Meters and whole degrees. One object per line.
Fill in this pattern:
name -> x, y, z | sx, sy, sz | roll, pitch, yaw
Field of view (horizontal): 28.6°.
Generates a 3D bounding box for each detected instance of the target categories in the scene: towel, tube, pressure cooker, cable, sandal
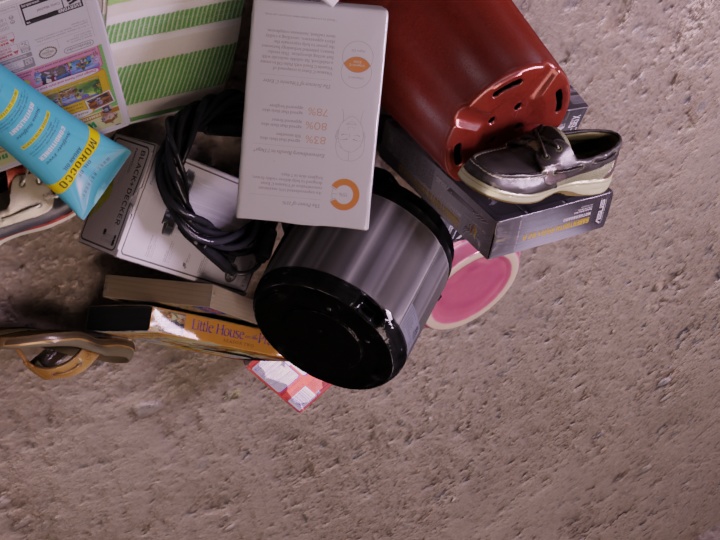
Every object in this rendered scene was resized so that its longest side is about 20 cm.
towel -> -0.177, -0.221, 1.293 | 0.152, 0.023, 0.201 | -17, 142, -29
tube -> -0.279, -0.118, 1.234 | 0.078, 0.050, 0.200 | -51, 145, -2
pressure cooker -> 0.003, 0.001, 1.464 | 0.201, 0.178, 0.176 | -60, -173, -33
cable -> -0.126, -0.095, 1.386 | 0.164, 0.051, 0.200 | -61, 141, -15
sandal -> -0.318, 0.092, 1.506 | 0.200, 0.080, 0.054 | 16, 78, -56

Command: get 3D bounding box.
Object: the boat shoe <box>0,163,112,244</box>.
boat shoe -> -0.322, -0.072, 1.309 | 0.199, 0.071, 0.063 | -28, 145, -5

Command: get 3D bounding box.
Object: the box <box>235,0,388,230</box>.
box -> -0.046, -0.148, 1.314 | 0.123, 0.098, 0.202 | 5, 102, -3

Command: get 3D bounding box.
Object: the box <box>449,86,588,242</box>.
box -> 0.171, -0.128, 1.714 | 0.157, 0.050, 0.201 | -14, 142, -32

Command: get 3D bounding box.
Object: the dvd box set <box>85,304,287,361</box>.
dvd box set -> -0.178, 0.070, 1.540 | 0.199, 0.146, 0.030 | 14, 79, -37

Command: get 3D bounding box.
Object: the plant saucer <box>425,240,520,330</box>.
plant saucer -> 0.133, 0.009, 1.858 | 0.199, 0.051, 0.201 | -24, 146, -17

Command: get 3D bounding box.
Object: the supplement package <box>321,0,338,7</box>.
supplement package -> -0.065, -0.329, 1.158 | 0.114, 0.109, 0.200 | -49, 147, 2

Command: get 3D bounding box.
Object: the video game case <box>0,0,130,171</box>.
video game case -> -0.310, -0.162, 1.219 | 0.199, 0.022, 0.183 | -22, 143, -13

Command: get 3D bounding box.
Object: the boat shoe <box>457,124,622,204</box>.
boat shoe -> 0.177, -0.109, 1.362 | 0.200, 0.072, 0.066 | -6, 128, -41

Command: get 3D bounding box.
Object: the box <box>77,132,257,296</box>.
box -> -0.179, -0.054, 1.429 | 0.200, 0.060, 0.117 | 19, 91, -54

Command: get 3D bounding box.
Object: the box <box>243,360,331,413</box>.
box -> -0.042, 0.056, 1.682 | 0.200, 0.095, 0.103 | -42, 119, 10

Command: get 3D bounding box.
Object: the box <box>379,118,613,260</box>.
box -> 0.139, -0.101, 1.470 | 0.158, 0.200, 0.049 | -16, 134, -31

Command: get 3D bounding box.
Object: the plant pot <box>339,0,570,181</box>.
plant pot -> 0.096, -0.205, 1.405 | 0.200, 0.196, 0.201 | -25, 147, -18

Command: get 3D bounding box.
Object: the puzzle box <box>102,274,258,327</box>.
puzzle box -> -0.170, 0.040, 1.529 | 0.200, 0.132, 0.026 | 27, 69, -64

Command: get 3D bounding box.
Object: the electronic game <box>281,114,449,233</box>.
electronic game -> 0.008, -0.076, 1.564 | 0.198, 0.042, 0.201 | -4, 113, -10
